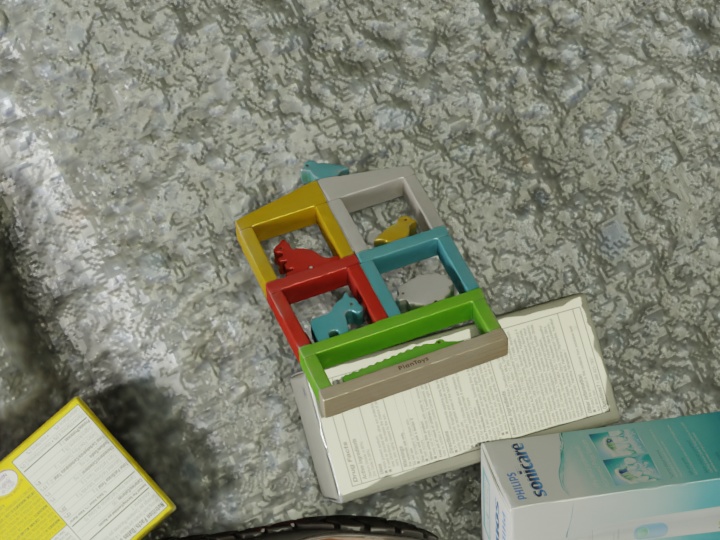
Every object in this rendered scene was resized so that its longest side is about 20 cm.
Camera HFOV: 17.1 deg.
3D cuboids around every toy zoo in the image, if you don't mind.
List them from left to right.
[{"bbox_3d":[0.000,0.000,1.602,0.131,0.020,0.200,-19,51,-13],"label":"toy zoo"}]

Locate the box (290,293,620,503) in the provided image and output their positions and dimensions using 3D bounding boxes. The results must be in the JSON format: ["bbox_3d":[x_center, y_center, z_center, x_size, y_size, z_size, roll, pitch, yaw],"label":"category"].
[{"bbox_3d":[0.062,0.086,1.612,0.200,0.078,0.095,-14,88,-10],"label":"box"}]

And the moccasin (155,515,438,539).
[{"bbox_3d":[-0.043,0.206,1.586,0.201,0.074,0.078,-7,91,-12],"label":"moccasin"}]

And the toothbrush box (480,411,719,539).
[{"bbox_3d":[0.184,0.183,1.581,0.200,0.085,0.147,-8,118,-9],"label":"toothbrush box"}]

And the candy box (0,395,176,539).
[{"bbox_3d":[-0.230,0.186,1.586,0.200,0.026,0.102,-41,91,-11],"label":"candy box"}]
